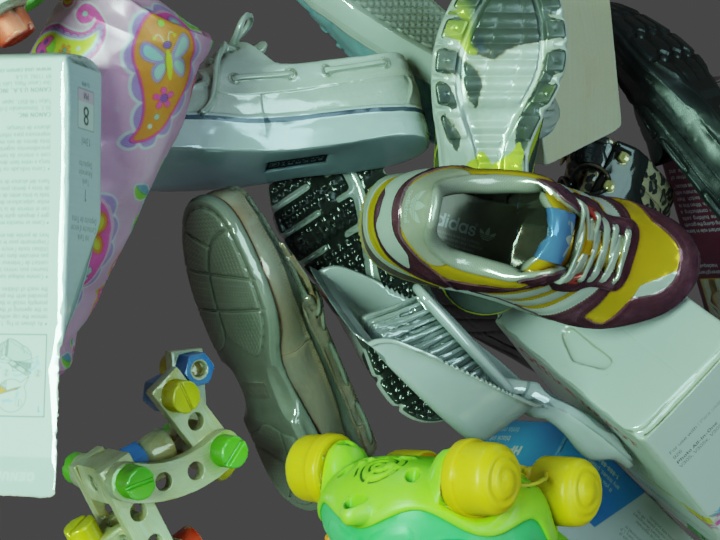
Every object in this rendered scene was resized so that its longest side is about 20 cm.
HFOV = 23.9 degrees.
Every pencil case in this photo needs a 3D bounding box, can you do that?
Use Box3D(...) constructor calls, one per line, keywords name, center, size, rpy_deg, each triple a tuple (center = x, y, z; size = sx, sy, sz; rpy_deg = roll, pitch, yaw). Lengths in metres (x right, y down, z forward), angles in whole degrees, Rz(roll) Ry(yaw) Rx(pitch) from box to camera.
Box3D(name="pencil case", center=(-0.148, -0.047, 0.857), size=(0.087, 0.087, 0.201), rpy_deg=(21, 95, -34))

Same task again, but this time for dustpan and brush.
Box3D(name="dustpan and brush", center=(0.070, 0.061, 0.928), size=(0.057, 0.140, 0.200), rpy_deg=(-45, 110, 3))

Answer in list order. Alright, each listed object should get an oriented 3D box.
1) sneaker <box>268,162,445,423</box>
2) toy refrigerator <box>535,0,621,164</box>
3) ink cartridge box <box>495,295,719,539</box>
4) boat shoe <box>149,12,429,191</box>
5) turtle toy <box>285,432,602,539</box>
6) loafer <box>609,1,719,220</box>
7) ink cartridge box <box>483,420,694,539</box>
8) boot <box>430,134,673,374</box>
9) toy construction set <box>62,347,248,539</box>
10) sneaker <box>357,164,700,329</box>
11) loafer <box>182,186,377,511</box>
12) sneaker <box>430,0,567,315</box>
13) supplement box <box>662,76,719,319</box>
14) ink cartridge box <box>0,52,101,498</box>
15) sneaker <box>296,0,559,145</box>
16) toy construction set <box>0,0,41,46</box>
Box3D(name="sneaker", center=(0.000, 0.000, 1.015), size=(0.073, 0.080, 0.201), rpy_deg=(-25, 89, -5))
Box3D(name="toy refrigerator", center=(0.106, -0.177, 1.069), size=(0.076, 0.070, 0.201), rpy_deg=(-27, 119, -34))
Box3D(name="ink cartridge box", center=(0.189, 0.084, 1.023), size=(0.088, 0.145, 0.200), rpy_deg=(-47, 132, -2))
Box3D(name="boat shoe", center=(-0.063, -0.099, 0.948), size=(0.201, 0.075, 0.087), rpy_deg=(-7, 73, -13))
Box3D(name="turtle toy", center=(0.056, 0.148, 0.922), size=(0.199, 0.145, 0.102), rpy_deg=(17, 75, -46))
Box3D(name="loafer", center=(0.212, -0.099, 1.132), size=(0.068, 0.071, 0.201), rpy_deg=(-15, 58, -47))
Box3D(name="ink cartridge box", center=(0.109, 0.216, 1.066), size=(0.146, 0.086, 0.201), rpy_deg=(44, 65, -26))
Box3D(name="boot", center=(0.127, -0.018, 1.098), size=(0.200, 0.073, 0.151), rpy_deg=(32, 71, -35))
Box3D(name="toy construction set", center=(-0.089, 0.154, 0.926), size=(0.131, 0.092, 0.201), rpy_deg=(-36, 98, -32))
Box3D(name="sneaker", center=(0.102, -0.010, 0.882), size=(0.199, 0.090, 0.076), rpy_deg=(6, 88, -21))
Box3D(name="loafer", center=(-0.044, 0.039, 0.973), size=(0.063, 0.072, 0.201), rpy_deg=(-32, 115, -35))
Box3D(name="sneaker", center=(0.068, -0.078, 0.966), size=(0.074, 0.085, 0.201), rpy_deg=(7, 95, -4))
Box3D(name="supplement box", center=(0.294, -0.037, 1.201), size=(0.085, 0.110, 0.201), rpy_deg=(-27, 104, -35))
Box3D(name="ink cartridge box", center=(-0.205, 0.001, 0.802), size=(0.057, 0.161, 0.202), rpy_deg=(-3, 93, -75))
Box3D(name="sneaker", center=(0.019, -0.122, 1.027), size=(0.200, 0.082, 0.074), rpy_deg=(37, 36, -5))
Box3D(name="toy construction set", center=(-0.194, -0.197, 0.815), size=(0.092, 0.131, 0.201), rpy_deg=(-15, 83, -34))
